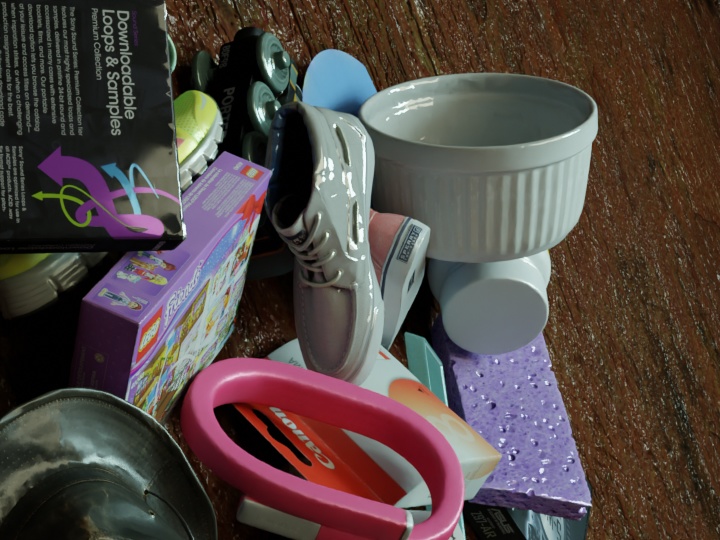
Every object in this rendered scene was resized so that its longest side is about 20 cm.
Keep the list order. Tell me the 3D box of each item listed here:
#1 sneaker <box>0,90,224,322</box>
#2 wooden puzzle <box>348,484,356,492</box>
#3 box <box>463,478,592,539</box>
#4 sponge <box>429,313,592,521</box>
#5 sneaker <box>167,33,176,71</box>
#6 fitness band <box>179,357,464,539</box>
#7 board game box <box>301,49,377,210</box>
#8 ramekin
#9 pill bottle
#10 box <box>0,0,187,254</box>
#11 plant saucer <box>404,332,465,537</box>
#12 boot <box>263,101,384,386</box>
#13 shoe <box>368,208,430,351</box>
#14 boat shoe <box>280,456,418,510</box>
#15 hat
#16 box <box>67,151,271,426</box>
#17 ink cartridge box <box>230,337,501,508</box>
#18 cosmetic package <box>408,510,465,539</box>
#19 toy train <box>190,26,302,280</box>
[{"bbox_3d":[-0.163,-0.062,0.840,0.091,0.078,0.200,52,54,-13],"label":"sneaker"},{"bbox_3d":[-0.016,0.281,0.944,0.186,0.046,0.201,-52,123,-44],"label":"wooden puzzle"},{"bbox_3d":[0.150,0.200,1.300,0.201,0.043,0.161,57,31,-23],"label":"box"},{"bbox_3d":[0.131,0.127,1.225,0.110,0.030,0.201,11,43,-21],"label":"sponge"},{"bbox_3d":[-0.197,-0.132,0.822,0.200,0.117,0.075,-10,83,-60],"label":"sneaker"},{"bbox_3d":[-0.023,0.119,0.898,0.198,0.038,0.144,20,29,-12],"label":"fitness band"},{"bbox_3d":[-0.009,-0.090,1.202,0.202,0.039,0.158,63,29,-14],"label":"board game box"},{"bbox_3d":[0.097,-0.086,1.143,0.200,0.198,0.106,-48,140,-58],"label":"ramekin"},{"bbox_3d":[0.115,-0.026,1.270,0.114,0.113,0.201,47,25,-35],"label":"pill bottle"},{"bbox_3d":[-0.199,-0.081,0.753,0.198,0.036,0.145,-1,77,-22],"label":"box"},{"bbox_3d":[0.063,0.151,1.118,0.070,0.019,0.202,55,25,-57],"label":"plant saucer"},{"bbox_3d":[-0.035,-0.017,0.964,0.095,0.073,0.203,9,76,-61],"label":"boot"},{"bbox_3d":[0.000,0.000,1.107,0.200,0.090,0.072,96,19,-67],"label":"shoe"},{"bbox_3d":[0.014,0.161,1.068,0.200,0.063,0.074,9,65,-58],"label":"boat shoe"},{"bbox_3d":[-0.137,0.168,0.721,0.199,0.080,0.203,-7,101,-39],"label":"hat"},{"bbox_3d":[-0.120,0.029,0.856,0.200,0.039,0.138,-57,166,-56],"label":"box"},{"bbox_3d":[-0.005,0.103,1.002,0.162,0.050,0.199,41,14,28],"label":"ink cartridge box"},{"bbox_3d":[0.021,0.279,0.906,0.200,0.051,0.152,-42,114,-44],"label":"cosmetic package"},{"bbox_3d":[-0.083,-0.090,1.041,0.114,0.084,0.202,58,27,-45],"label":"toy train"}]
